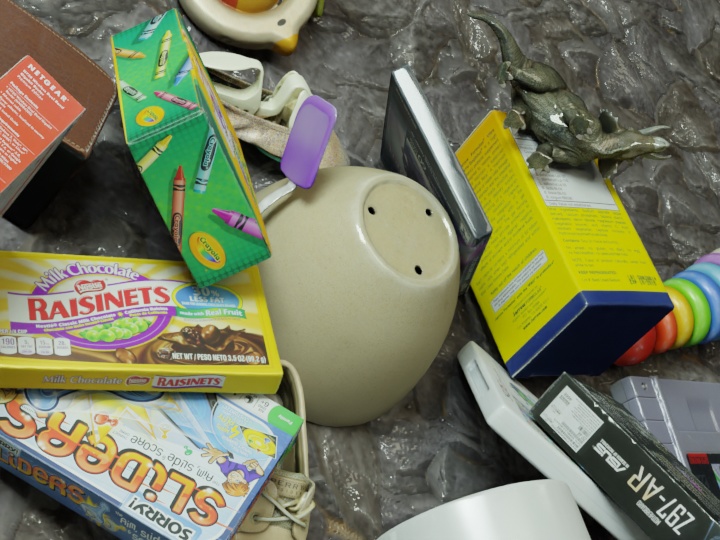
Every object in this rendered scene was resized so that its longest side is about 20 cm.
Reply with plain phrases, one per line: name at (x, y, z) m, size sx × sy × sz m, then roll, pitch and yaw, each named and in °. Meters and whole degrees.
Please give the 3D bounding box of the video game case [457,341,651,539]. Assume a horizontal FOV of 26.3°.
video game case at (0.164, 0.147, 1.208) m, size 0.200 × 0.024 × 0.182 m, roll 42°, pitch 7°, yaw -11°

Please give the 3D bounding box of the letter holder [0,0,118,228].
letter holder at (-0.272, -0.154, 1.073) m, size 0.199 × 0.100 × 0.143 m, roll 33°, pitch 46°, yaw -17°

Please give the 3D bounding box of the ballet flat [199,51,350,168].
ballet flat at (-0.080, -0.131, 1.223) m, size 0.198 × 0.068 × 0.068 m, roll 15°, pitch 31°, yaw -32°

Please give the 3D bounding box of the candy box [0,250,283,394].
candy box at (-0.156, 0.034, 1.024) m, size 0.198 × 0.027 × 0.103 m, roll 3°, pitch 44°, yaw -22°

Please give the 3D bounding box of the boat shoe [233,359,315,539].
boat shoe at (-0.066, 0.159, 1.066) m, size 0.072 × 0.065 × 0.202 m, roll 19°, pitch 54°, yaw -28°

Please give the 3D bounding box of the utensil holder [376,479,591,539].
utensil holder at (0.107, 0.267, 1.065) m, size 0.169 × 0.170 × 0.202 m, roll 1°, pitch 62°, yaw -38°

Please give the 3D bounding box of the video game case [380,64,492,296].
video game case at (0.057, -0.064, 1.226) m, size 0.019 × 0.200 × 0.144 m, roll -24°, pitch 78°, yaw -8°

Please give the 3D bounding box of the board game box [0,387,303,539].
board game box at (-0.154, 0.102, 1.010) m, size 0.199 × 0.035 × 0.136 m, roll 29°, pitch 46°, yaw 5°

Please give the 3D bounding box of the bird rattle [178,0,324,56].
bird rattle at (-0.095, -0.269, 1.289) m, size 0.199 × 0.112 × 0.165 m, roll 23°, pitch 68°, yaw -22°

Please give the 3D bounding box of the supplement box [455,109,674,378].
supplement box at (0.157, -0.022, 1.302) m, size 0.108 × 0.110 × 0.201 m, roll 2°, pitch 54°, yaw -37°

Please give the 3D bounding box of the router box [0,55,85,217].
router box at (-0.269, -0.015, 0.920) m, size 0.049 × 0.200 × 0.180 m, roll 42°, pitch 45°, yaw -8°

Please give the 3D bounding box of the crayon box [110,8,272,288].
crayon box at (-0.122, -0.091, 1.084) m, size 0.200 × 0.058 × 0.120 m, roll -112°, pitch 179°, yaw -59°

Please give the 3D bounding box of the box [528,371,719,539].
box at (0.231, 0.170, 1.169) m, size 0.200 × 0.044 × 0.160 m, roll 46°, pitch 8°, yaw 27°

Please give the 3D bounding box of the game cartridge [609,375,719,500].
game cartridge at (0.306, 0.160, 1.361) m, size 0.199 × 0.038 × 0.131 m, roll 7°, pitch 55°, yaw -46°

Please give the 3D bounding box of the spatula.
spatula at (-0.076, -0.036, 1.118) m, size 0.020 × 0.201 × 0.056 m, roll 30°, pitch 6°, yaw -36°

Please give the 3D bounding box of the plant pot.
plant pot at (0.000, 0.000, 1.168) m, size 0.199 × 0.134 × 0.202 m, roll 20°, pitch 53°, yaw -29°

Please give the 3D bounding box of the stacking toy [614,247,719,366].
stacking toy at (0.290, 0.041, 1.420) m, size 0.199 × 0.085 × 0.086 m, roll -18°, pitch 75°, yaw -36°

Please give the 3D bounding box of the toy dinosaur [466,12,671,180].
toy dinosaur at (0.156, -0.133, 1.275) m, size 0.199 × 0.077 × 0.102 m, roll 38°, pitch 20°, yaw 13°
